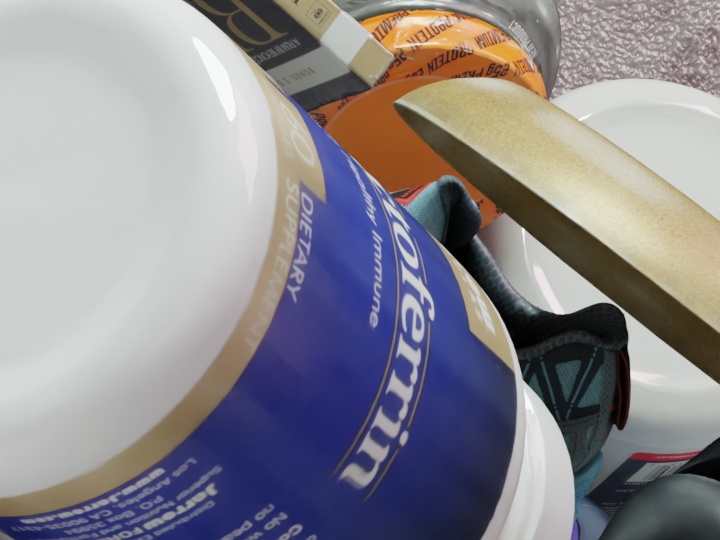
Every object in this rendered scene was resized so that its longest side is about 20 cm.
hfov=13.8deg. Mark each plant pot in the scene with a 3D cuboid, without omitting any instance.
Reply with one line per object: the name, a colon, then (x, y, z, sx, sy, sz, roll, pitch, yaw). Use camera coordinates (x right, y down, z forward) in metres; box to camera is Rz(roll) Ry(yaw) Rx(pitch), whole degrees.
plant pot: (0.095, 0.004, 0.861, 0.200, 0.028, 0.200, 38, -1, 1)

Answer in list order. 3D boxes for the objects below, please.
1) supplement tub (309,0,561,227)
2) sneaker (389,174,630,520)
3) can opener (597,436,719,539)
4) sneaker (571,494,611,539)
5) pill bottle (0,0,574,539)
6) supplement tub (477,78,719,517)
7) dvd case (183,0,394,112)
supplement tub: (0.002, -0.110, 1.055, 0.123, 0.122, 0.201, 44, 25, -41)
sneaker: (0.000, 0.000, 0.961, 0.199, 0.096, 0.079, 29, 26, 4)
can opener: (0.077, 0.097, 0.810, 0.064, 0.078, 0.200, 56, -30, 7)
sneaker: (0.053, 0.116, 0.995, 0.146, 0.081, 0.200, 40, 10, -9)
pill bottle: (-0.031, 0.026, 0.676, 0.116, 0.116, 0.200, 53, 6, 35)
supplement tub: (0.085, 0.025, 1.135, 0.141, 0.140, 0.200, 50, -24, 6)
dvd case: (-0.095, -0.110, 0.862, 0.200, 0.016, 0.149, 40, -19, -15)
